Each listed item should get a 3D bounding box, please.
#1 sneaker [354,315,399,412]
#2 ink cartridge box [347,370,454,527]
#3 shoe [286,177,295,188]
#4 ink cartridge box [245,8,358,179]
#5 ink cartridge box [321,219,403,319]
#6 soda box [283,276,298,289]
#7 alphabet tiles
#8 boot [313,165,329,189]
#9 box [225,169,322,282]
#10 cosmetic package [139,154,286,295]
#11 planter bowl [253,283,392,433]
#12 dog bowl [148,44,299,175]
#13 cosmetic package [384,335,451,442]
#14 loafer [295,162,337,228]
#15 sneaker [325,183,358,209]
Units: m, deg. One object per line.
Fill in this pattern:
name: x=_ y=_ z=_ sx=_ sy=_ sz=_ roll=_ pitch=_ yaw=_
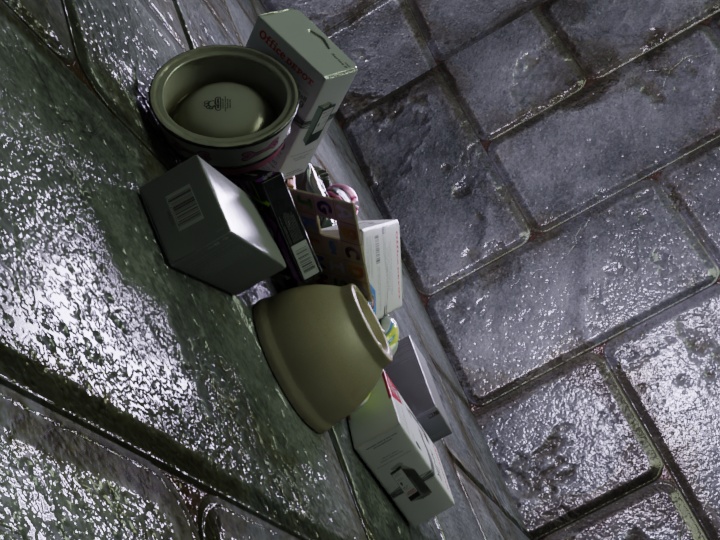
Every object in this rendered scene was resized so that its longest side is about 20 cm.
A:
sneaker: x=-0.007 y=0.119 z=1.480 sx=0.105 sy=0.075 sz=0.201 roll=47 pitch=40 yaw=-19
ink cartridge box: x=0.060 y=0.283 z=1.520 sx=0.201 sy=0.082 sz=0.147 roll=57 pitch=8 yaw=-31
shoe: x=-0.131 y=-0.122 z=1.480 sx=0.200 sy=0.071 sz=0.092 roll=-126 pitch=-140 yaw=-58
ink cartridge box: x=-0.113 y=-0.255 z=1.391 sx=0.146 sy=0.201 sz=0.084 roll=44 pitch=39 yaw=15
ink cartridge box: x=0.000 y=0.000 z=1.502 sx=0.200 sy=0.083 sz=0.148 roll=-20 pitch=108 yaw=-71
soda box: x=-0.052 y=0.062 z=1.599 sx=0.200 sy=0.070 sz=0.064 roll=51 pitch=13 yaw=-56
alphabet tiles: x=-0.062 y=-0.028 z=1.348 sx=0.008 sy=0.166 sz=0.202 roll=-48 pitch=140 yaw=-38
boot: x=-0.131 y=-0.154 z=1.791 sx=0.199 sy=0.072 sz=0.184 roll=31 pitch=-52 yaw=41
box: x=-0.129 y=-0.066 z=1.303 sx=0.200 sy=0.036 sz=0.144 roll=18 pitch=-47 yaw=64
cosmetic package: x=-0.170 y=-0.048 z=1.138 sx=0.108 sy=0.090 sz=0.200 roll=63 pitch=5 yaw=18
planter bowl: x=-0.039 y=0.100 z=1.303 sx=0.201 sy=0.134 sz=0.200 roll=59 pitch=8 yaw=-13
dog bowl: x=-0.182 y=-0.212 z=1.287 sx=0.074 sy=0.198 sz=0.201 roll=98 pitch=-26 yaw=-52
cosmetic package: x=0.084 y=0.228 z=1.746 sx=0.090 sy=0.106 sz=0.201 roll=56 pitch=11 yaw=-39
loafer: x=-0.086 y=-0.121 z=1.579 sx=0.063 sy=0.072 sz=0.201 roll=32 pitch=26 yaw=-47
sneaker: x=-0.033 y=-0.050 z=1.646 sx=0.095 sy=0.078 sz=0.202 roll=-12 pitch=90 yaw=-81
